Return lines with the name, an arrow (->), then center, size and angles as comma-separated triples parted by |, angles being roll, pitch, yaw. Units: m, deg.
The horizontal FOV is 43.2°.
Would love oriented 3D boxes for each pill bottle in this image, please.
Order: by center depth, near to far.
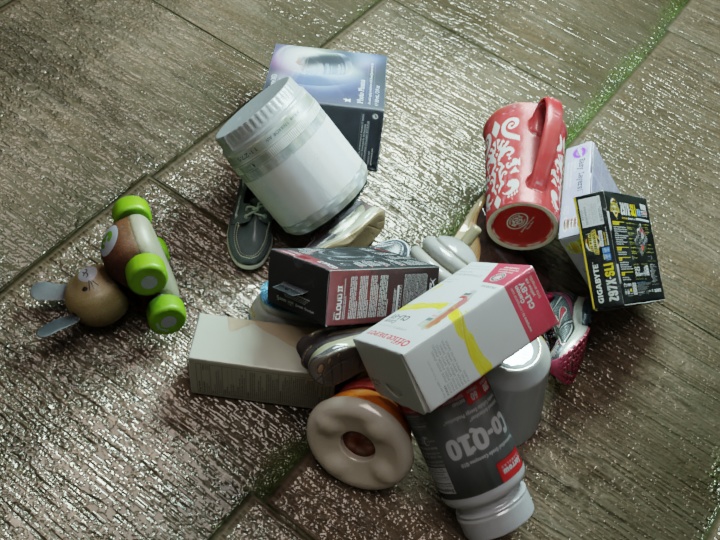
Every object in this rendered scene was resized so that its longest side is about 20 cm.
pill bottle -> 0.136, 0.224, 1.135 | 0.114, 0.114, 0.201 | -26, 95, -24

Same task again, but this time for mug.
mug -> 0.180, 0.128, 1.238 | 0.149, 0.153, 0.187 | -18, 56, -18
mug -> 0.245, -0.154, 1.381 | 0.133, 0.178, 0.201 | -2, 51, 15

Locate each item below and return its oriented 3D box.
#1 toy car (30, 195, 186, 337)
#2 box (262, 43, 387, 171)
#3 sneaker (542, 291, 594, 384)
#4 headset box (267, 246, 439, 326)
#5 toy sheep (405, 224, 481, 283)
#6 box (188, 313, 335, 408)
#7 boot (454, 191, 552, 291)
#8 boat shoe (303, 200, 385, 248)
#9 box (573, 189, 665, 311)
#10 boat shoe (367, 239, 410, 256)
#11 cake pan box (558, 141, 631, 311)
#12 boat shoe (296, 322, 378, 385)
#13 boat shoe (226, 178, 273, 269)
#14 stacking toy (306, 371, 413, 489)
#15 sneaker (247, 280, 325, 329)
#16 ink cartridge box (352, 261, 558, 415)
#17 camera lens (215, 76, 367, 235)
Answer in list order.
toy car -> -0.366, 0.018, 1.275 | 0.199, 0.158, 0.165 | -21, 45, -7
box -> -0.060, -0.274, 1.510 | 0.197, 0.124, 0.200 | 5, 38, -1
sneaker -> 0.289, 0.096, 1.310 | 0.074, 0.081, 0.200 | 15, 27, 13
headset box -> -0.019, 0.018, 1.212 | 0.199, 0.078, 0.149 | -4, 13, -36
toy sheep -> 0.113, 0.019, 1.319 | 0.138, 0.138, 0.200 | 40, 95, 22
box -> -0.129, 0.126, 1.244 | 0.199, 0.095, 0.078 | 9, 51, -1
boot -> 0.227, -0.026, 1.429 | 0.166, 0.072, 0.200 | 34, 55, 4
boat shoe -> -0.046, -0.042, 1.398 | 0.065, 0.072, 0.200 | 32, 58, 31
box -> 0.375, -0.028, 1.305 | 0.200, 0.049, 0.161 | -2, 80, -56
boat shoe -> 0.000, 0.000, 1.367 | 0.200, 0.068, 0.072 | -30, 61, -25
cake pan box -> 0.366, -0.070, 1.397 | 0.052, 0.184, 0.201 | -12, 47, 30
boat shoe -> 0.004, 0.090, 1.188 | 0.199, 0.075, 0.073 | -6, 36, -41
boat shoe -> -0.170, -0.093, 1.423 | 0.072, 0.062, 0.201 | 5, 53, -2
stacking toy -> 0.028, 0.179, 1.219 | 0.146, 0.147, 0.200 | 22, 37, 11
sneaker -> -0.063, 0.081, 1.298 | 0.199, 0.081, 0.077 | 24, 42, -14
ink cartridge box -> 0.111, 0.074, 1.097 | 0.200, 0.145, 0.084 | -32, 105, -19
camera lens -> -0.099, -0.166, 1.361 | 0.200, 0.160, 0.160 | 50, 54, -19
